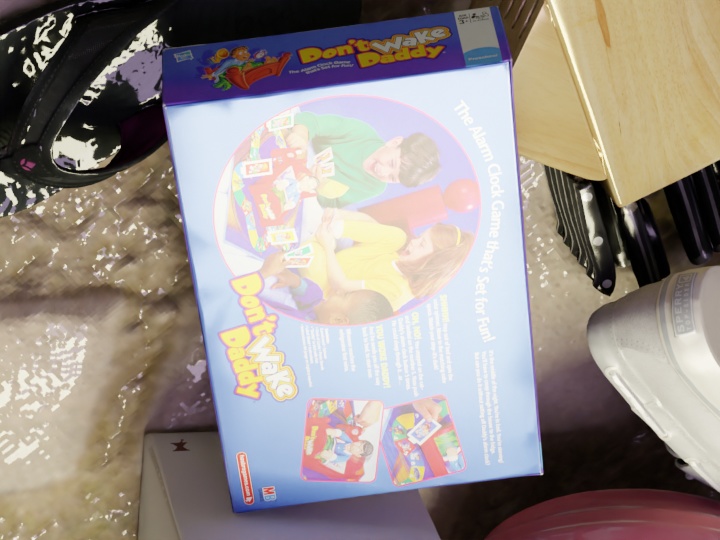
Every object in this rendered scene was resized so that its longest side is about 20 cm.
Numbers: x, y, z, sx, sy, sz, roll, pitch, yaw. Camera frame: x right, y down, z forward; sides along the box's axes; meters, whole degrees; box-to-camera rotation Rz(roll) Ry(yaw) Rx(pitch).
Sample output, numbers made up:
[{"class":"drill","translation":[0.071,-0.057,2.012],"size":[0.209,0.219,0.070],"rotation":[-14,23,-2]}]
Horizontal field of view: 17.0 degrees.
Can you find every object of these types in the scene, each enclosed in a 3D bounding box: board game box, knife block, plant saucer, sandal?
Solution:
[{"class":"board game box","translation":[0.000,0.000,0.971],"size":[0.133,0.045,0.201],"rotation":[-7,124,0]},{"class":"knife block","translation":[0.131,-0.084,1.012],"size":[0.175,0.064,0.201],"rotation":[16,112,-25]},{"class":"plant saucer","translation":[0.128,0.159,1.115],"size":[0.199,0.051,0.201],"rotation":[3,146,2]},{"class":"sandal","translation":[-0.091,-0.077,0.956],"size":[0.199,0.048,0.076],"rotation":[-27,123,-2]}]

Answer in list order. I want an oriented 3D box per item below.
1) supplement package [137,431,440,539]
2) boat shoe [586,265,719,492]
[{"class":"supplement package","translation":[-0.039,0.183,1.077],"size":[0.116,0.117,0.201],"rotation":[-1,118,-14]},{"class":"boat shoe","translation":[0.164,0.068,1.054],"size":[0.068,0.072,0.200],"rotation":[-11,149,32]}]
